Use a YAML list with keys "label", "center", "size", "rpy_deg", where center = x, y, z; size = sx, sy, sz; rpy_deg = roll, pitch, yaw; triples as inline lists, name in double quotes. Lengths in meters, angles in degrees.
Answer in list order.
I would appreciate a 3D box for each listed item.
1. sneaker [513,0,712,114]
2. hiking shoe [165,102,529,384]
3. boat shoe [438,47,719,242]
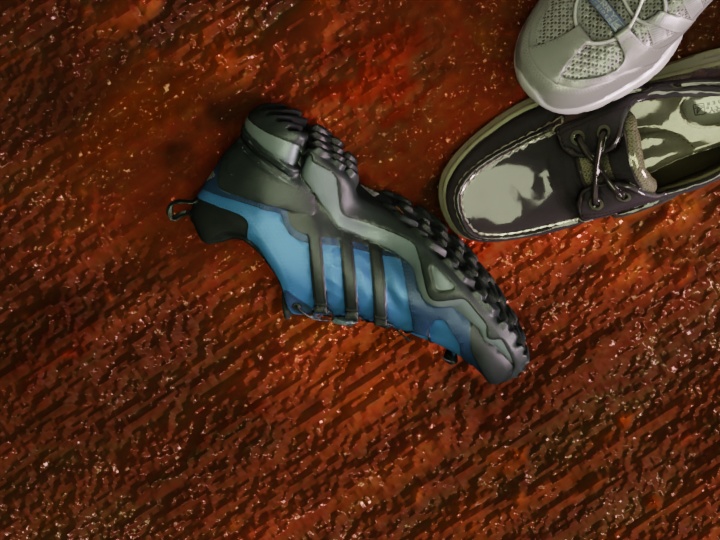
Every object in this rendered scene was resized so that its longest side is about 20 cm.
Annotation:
- label: "sneaker"
  center: [0.156, -0.164, 1.436]
  size: [0.200, 0.082, 0.075]
  rpy_deg: [-43, 77, -2]
- label: "hiking shoe"
  center: [0.000, 0.000, 1.477]
  size: [0.200, 0.074, 0.087]
  rpy_deg: [41, 103, -6]
- label: "boat shoe"
  center: [0.139, -0.065, 1.476]
  size: [0.200, 0.065, 0.072]
  rpy_deg: [-18, 105, -4]
